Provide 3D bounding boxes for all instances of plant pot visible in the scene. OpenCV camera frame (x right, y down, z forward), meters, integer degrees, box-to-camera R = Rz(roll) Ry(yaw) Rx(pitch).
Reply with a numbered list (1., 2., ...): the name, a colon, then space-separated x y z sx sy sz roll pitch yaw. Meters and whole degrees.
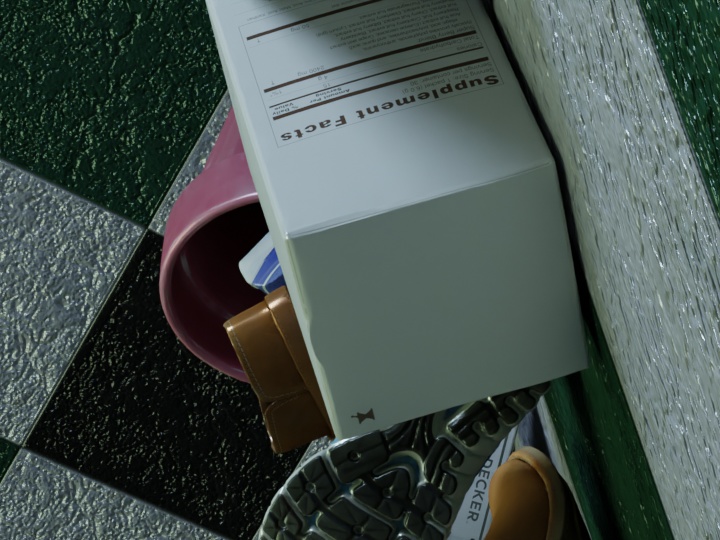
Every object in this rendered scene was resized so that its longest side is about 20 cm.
1. plant pot: -0.041 -0.042 2.044 0.180 0.199 0.201 -86 -14 -47

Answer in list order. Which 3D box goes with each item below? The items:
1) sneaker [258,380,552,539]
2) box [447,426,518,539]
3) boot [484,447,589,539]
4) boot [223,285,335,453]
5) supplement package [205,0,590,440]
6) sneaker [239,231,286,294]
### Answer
1. sneaker: 0.031 0.087 1.367 0.078 0.200 0.090 43 -169 1
2. box: 0.044 0.127 1.684 0.200 0.060 0.117 125 162 -79
3. boot: 0.047 0.175 1.379 0.200 0.155 0.077 -112 -2 -56
4. boot: 0.000 0.000 1.476 0.077 0.155 0.201 -109 3 -54
5. supplement package: 0.014 -0.045 1.246 0.200 0.119 0.122 -109 5 -49
6. sneaker: 0.023 0.025 1.794 0.199 0.081 0.115 22 -154 -53
